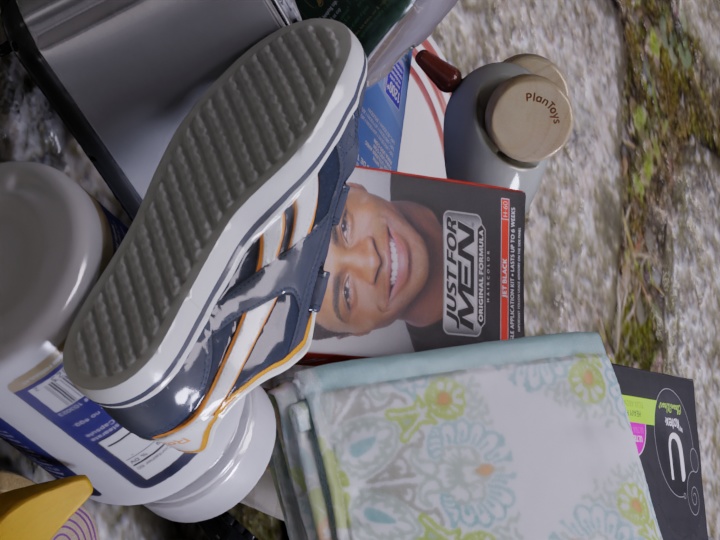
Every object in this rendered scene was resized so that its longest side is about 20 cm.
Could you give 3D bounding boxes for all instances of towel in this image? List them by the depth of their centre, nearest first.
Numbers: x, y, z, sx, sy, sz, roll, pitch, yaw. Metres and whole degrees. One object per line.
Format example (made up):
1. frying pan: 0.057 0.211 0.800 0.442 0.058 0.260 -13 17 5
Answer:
1. towel: 0.056 0.122 1.380 0.200 0.048 0.171 -7 74 -25

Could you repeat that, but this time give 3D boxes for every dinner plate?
1. dinner plate: 0.025 -0.063 1.696 0.200 0.024 0.200 28 59 -59

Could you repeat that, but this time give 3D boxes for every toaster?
1. toaster: -0.102 -0.132 1.296 0.200 0.119 0.181 58 8 -43

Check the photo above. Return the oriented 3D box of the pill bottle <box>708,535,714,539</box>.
1. pill bottle: 0.191 0.236 1.836 0.113 0.113 0.200 3 81 -63

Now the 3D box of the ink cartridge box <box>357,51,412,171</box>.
1. ink cartridge box: -0.038 -0.085 1.523 0.136 0.076 0.200 46 45 -49

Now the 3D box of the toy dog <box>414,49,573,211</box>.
1. toy dog: 0.050 -0.047 1.588 0.132 0.096 0.200 128 -15 -78

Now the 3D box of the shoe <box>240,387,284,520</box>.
1. shoe: -0.012 0.102 1.428 0.200 0.053 0.070 15 36 -20

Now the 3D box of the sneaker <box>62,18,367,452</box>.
1. sneaker: -0.051 -0.013 1.202 0.200 0.078 0.079 -57 135 -16

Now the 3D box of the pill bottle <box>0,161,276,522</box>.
1. pill bottle: -0.121 0.042 1.276 0.200 0.111 0.111 45 44 -50

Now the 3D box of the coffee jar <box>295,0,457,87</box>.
1. coffee jar: -0.037 -0.196 1.435 0.200 0.104 0.085 47 47 6

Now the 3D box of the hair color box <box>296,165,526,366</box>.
1. hair color box: 0.000 0.000 1.431 0.200 0.061 0.102 5 82 -45

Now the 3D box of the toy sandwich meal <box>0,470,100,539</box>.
1. toy sandwich meal: -0.145 0.184 1.232 0.205 0.070 0.205 28 58 -58

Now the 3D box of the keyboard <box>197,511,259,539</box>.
1. keyboard: -0.011 0.188 1.430 0.200 0.021 0.127 44 1 -32

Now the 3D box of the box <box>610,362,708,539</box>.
1. box: 0.078 0.127 1.546 0.148 0.200 0.125 10 74 -62
